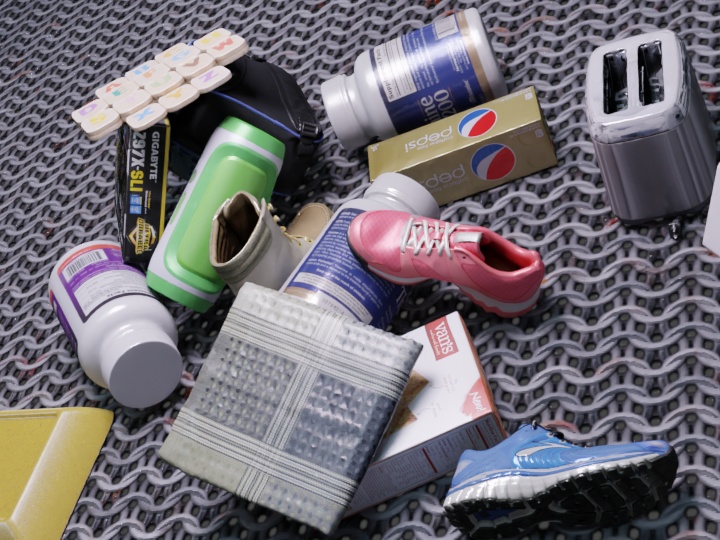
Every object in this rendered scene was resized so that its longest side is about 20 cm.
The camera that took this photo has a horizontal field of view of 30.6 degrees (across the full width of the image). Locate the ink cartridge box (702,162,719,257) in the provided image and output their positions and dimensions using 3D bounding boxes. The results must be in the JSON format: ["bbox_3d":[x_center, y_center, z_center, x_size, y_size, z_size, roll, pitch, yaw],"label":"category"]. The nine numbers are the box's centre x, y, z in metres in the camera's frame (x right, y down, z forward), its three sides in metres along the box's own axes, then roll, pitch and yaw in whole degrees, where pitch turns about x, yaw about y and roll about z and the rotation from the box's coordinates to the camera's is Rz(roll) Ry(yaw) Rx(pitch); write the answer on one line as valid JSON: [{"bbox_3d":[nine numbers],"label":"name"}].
[{"bbox_3d":[0.405,-0.024,1.090,0.143,0.085,0.200,-10,32,-24],"label":"ink cartridge box"}]

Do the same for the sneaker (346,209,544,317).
[{"bbox_3d":[0.086,-0.024,1.254,0.198,0.087,0.075,17,64,-1],"label":"sneaker"}]

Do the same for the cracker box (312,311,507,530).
[{"bbox_3d":[0.025,0.137,1.215,0.198,0.058,0.135,-24,40,6],"label":"cracker box"}]

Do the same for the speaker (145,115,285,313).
[{"bbox_3d":[-0.156,-0.060,1.419,0.088,0.088,0.202,26,89,46],"label":"speaker"}]

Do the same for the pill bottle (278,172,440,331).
[{"bbox_3d":[0.000,0.000,1.333,0.110,0.112,0.201,10,54,38],"label":"pill bottle"}]

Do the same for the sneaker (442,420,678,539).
[{"bbox_3d":[0.163,0.160,1.090,0.197,0.079,0.090,-11,45,22],"label":"sneaker"}]

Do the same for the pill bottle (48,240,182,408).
[{"bbox_3d":[-0.263,0.060,1.431,0.111,0.112,0.200,-34,40,-6],"label":"pill bottle"}]

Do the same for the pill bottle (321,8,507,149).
[{"bbox_3d":[0.061,-0.213,1.510,0.198,0.112,0.112,-21,40,11],"label":"pill bottle"}]

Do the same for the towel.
[{"bbox_3d":[-0.065,0.120,1.192,0.198,0.035,0.194,19,74,26],"label":"towel"}]

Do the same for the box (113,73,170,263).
[{"bbox_3d":[-0.252,-0.120,1.501,0.049,0.162,0.200,3,22,-15],"label":"box"}]

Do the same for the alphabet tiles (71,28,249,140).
[{"bbox_3d":[-0.219,-0.205,1.432,0.199,0.015,0.195,-32,28,-10],"label":"alphabet tiles"}]

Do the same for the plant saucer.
[{"bbox_3d":[-0.382,0.218,1.386,0.198,0.049,0.202,-6,45,27],"label":"plant saucer"}]

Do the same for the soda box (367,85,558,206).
[{"bbox_3d":[0.109,-0.126,1.434,0.198,0.068,0.064,-19,41,13],"label":"soda box"}]

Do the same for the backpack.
[{"bbox_3d":[-0.154,-0.176,1.554,0.148,0.181,0.201,-57,25,22],"label":"backpack"}]

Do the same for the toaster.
[{"bbox_3d":[0.283,-0.141,1.295,0.112,0.130,0.202,-11,43,22],"label":"toaster"}]

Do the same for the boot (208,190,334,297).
[{"bbox_3d":[-0.088,-0.032,1.385,0.071,0.155,0.202,-4,46,27],"label":"boot"}]
